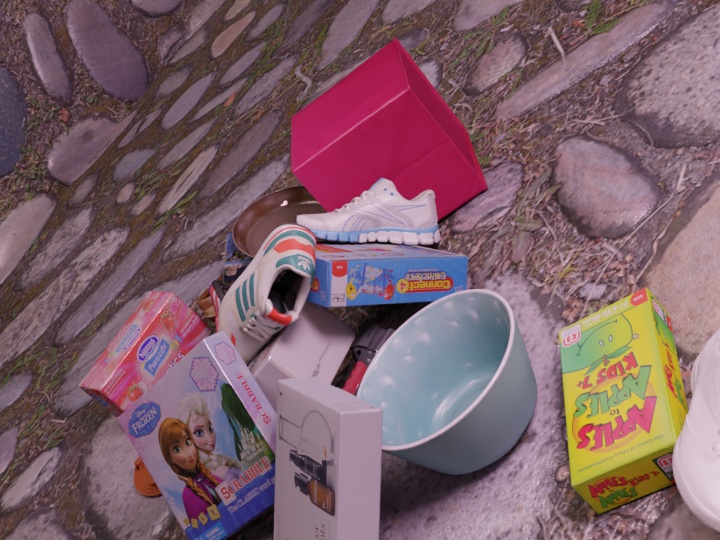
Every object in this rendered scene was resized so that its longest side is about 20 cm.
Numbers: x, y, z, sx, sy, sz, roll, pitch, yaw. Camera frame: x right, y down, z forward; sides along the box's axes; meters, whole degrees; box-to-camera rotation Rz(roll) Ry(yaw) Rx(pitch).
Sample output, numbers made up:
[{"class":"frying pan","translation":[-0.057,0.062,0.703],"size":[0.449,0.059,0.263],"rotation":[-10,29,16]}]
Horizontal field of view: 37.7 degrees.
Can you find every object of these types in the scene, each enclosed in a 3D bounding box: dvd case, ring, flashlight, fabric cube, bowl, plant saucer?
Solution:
[{"class":"dvd case","translation":[-0.144,-0.005,1.645],"size":[0.142,0.018,0.201],"rotation":[-9,39,4]},{"class":"ring","translation":[-0.263,0.241,1.546],"size":[0.200,0.019,0.201],"rotation":[-34,29,22]},{"class":"flashlight","translation":[-0.019,0.154,1.270],"size":[0.068,0.068,0.201],"rotation":[-12,42,52]},{"class":"fabric cube","translation":[0.037,-0.170,1.512],"size":[0.199,0.200,0.197],"rotation":[-34,27,15]},{"class":"bowl","translation":[0.103,0.129,1.087],"size":[0.200,0.105,0.201],"rotation":[-34,28,21]},{"class":"plant saucer","translation":[-0.102,-0.067,1.669],"size":[0.199,0.032,0.201],"rotation":[-8,38,7]}]

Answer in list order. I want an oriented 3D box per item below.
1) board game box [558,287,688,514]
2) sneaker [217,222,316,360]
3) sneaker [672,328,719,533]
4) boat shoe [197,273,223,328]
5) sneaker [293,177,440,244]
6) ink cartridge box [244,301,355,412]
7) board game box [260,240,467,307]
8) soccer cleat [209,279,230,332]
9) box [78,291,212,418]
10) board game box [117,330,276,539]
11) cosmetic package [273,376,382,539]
[{"class":"board game box","translation":[0.242,0.115,0.972],"size":[0.101,0.048,0.201],"rotation":[-30,30,27]},{"class":"sneaker","translation":[-0.111,0.043,1.225],"size":[0.200,0.070,0.094],"rotation":[-56,24,27]},{"class":"sneaker","translation":[0.295,0.111,0.836],"size":[0.075,0.089,0.201],"rotation":[11,45,6]},{"class":"boat shoe","translation":[-0.186,0.002,1.718],"size":[0.200,0.074,0.076],"rotation":[-52,27,-14]},{"class":"sneaker","translation":[0.009,-0.080,1.407],"size":[0.075,0.199,0.087],"rotation":[-146,56,-74]},{"class":"ink cartridge box","translation":[-0.109,0.146,1.310],"size":[0.200,0.084,0.146],"rotation":[-47,8,34]},{"class":"board game box","translation":[0.000,0.000,1.336],"size":[0.200,0.195,0.056],"rotation":[15,105,61]},{"class":"soccer cleat","translation":[-0.180,0.097,1.512],"size":[0.073,0.068,0.200],"rotation":[-41,57,11]},{"class":"box","translation":[-0.349,0.140,1.721],"size":[0.094,0.103,0.200],"rotation":[-1,48,54]},{"class":"board game box","translation":[-0.176,0.207,1.246],"size":[0.200,0.200,0.041],"rotation":[-41,-12,34]},{"class":"cosmetic package","translation":[-0.037,0.223,1.081],"size":[0.151,0.051,0.201],"rotation":[14,104,62]}]
